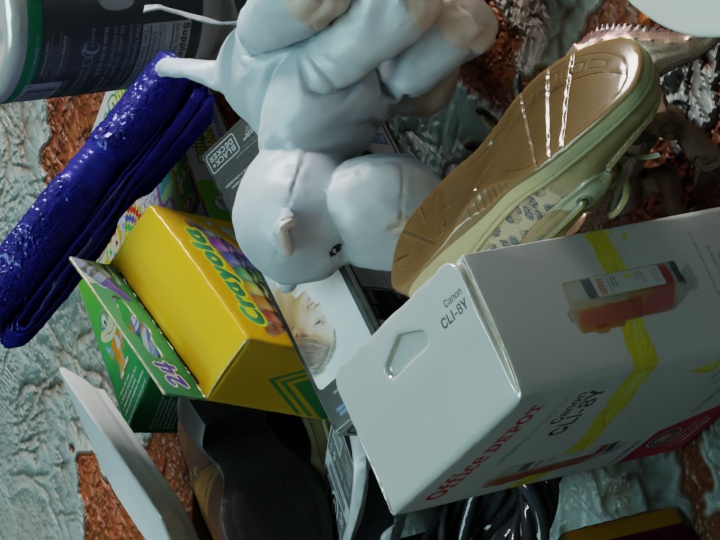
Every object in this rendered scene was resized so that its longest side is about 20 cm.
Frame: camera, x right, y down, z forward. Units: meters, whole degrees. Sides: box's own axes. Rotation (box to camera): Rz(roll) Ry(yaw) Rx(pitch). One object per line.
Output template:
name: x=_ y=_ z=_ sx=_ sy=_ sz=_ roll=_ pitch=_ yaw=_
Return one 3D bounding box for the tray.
tray: x=-0.140 y=0.144 z=1.928 sx=0.200 sy=0.022 sz=0.108 roll=48 pitch=163 yaw=53

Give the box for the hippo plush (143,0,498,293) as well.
hippo plush: x=-0.023 y=-0.079 z=1.629 sx=0.159 sy=0.199 sz=0.161 roll=84 pitch=-174 yaw=-67

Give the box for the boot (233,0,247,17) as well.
boot: x=-0.058 y=-0.177 z=1.735 sx=0.165 sy=0.065 sz=0.200 roll=62 pitch=180 yaw=11

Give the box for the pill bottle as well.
pill bottle: x=-0.159 y=-0.169 z=1.868 sx=0.113 sy=0.199 sz=0.114 roll=19 pitch=113 yaw=52

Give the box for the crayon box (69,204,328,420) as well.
crayon box: x=-0.062 y=0.028 z=1.773 sx=0.052 sy=0.200 sz=0.126 roll=-54 pitch=52 yaw=21

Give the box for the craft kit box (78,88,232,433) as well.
craft kit box: x=-0.135 y=-0.030 z=1.976 sx=0.198 sy=0.048 sz=0.200 roll=-111 pitch=33 yaw=-41

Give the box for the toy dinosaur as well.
toy dinosaur: x=0.124 y=-0.078 z=1.590 sx=0.136 sy=0.086 sz=0.200 roll=59 pitch=135 yaw=39

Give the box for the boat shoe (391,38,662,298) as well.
boat shoe: x=0.094 y=-0.045 z=1.520 sx=0.200 sy=0.063 sz=0.073 roll=-42 pitch=28 yaw=40

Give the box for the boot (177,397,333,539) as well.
boot: x=-0.071 y=0.180 z=1.833 sx=0.188 sy=0.068 sz=0.200 roll=56 pitch=156 yaw=34

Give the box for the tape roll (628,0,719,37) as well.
tape roll: x=0.207 y=-0.214 z=1.381 sx=0.202 sy=0.139 sz=0.204 roll=18 pitch=113 yaw=53

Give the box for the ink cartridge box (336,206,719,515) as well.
ink cartridge box: x=0.109 y=0.046 z=1.531 sx=0.145 sy=0.199 sz=0.084 roll=-47 pitch=60 yaw=50

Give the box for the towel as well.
towel: x=-0.161 y=-0.036 z=1.816 sx=0.050 sy=0.200 sz=0.148 roll=38 pitch=174 yaw=4

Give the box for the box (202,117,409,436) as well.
box: x=0.000 y=0.000 z=1.747 sx=0.060 sy=0.116 sz=0.200 roll=-40 pitch=62 yaw=30

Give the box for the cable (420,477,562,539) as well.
cable: x=0.065 y=0.153 z=1.663 sx=0.163 sy=0.051 sz=0.200 roll=-60 pitch=6 yaw=30

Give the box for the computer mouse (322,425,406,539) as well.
computer mouse: x=0.001 y=0.169 z=1.770 sx=0.110 sy=0.044 sz=0.201 roll=-109 pitch=23 yaw=-52

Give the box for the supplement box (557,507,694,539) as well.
supplement box: x=0.163 y=0.244 z=1.601 sx=0.200 sy=0.085 sz=0.110 roll=60 pitch=141 yaw=27

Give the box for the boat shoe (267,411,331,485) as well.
boat shoe: x=-0.044 y=0.085 z=1.879 sx=0.200 sy=0.068 sz=0.075 roll=34 pitch=127 yaw=48

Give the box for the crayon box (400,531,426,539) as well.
crayon box: x=0.071 y=0.266 z=1.771 sx=0.200 sy=0.051 sz=0.127 roll=46 pitch=133 yaw=39
